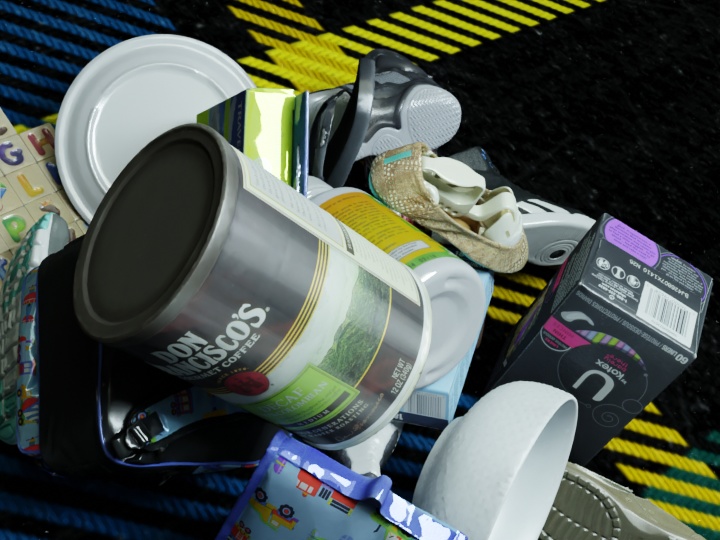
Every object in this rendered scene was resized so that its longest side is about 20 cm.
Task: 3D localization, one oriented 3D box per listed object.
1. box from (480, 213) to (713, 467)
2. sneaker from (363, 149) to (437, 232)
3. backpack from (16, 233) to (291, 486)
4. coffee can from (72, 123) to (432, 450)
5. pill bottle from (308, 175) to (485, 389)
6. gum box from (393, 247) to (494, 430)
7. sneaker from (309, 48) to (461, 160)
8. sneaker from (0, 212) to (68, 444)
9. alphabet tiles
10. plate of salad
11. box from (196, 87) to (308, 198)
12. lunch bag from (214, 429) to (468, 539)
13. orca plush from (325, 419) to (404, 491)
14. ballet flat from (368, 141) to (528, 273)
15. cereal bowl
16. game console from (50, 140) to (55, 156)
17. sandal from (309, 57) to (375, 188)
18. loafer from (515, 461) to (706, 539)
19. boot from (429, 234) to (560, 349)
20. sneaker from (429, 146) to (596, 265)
[{"bbox_3d":[0.212,0.069,1.025,0.121,0.201,0.107,31,46,1],"label":"box"},{"bbox_3d":[0.035,-0.090,1.162,0.073,0.081,0.202,2,46,11],"label":"sneaker"},{"bbox_3d":[-0.145,0.070,0.851,0.198,0.133,0.186,11,67,-47],"label":"backpack"},{"bbox_3d":[-0.067,0.016,0.741,0.199,0.145,0.148,32,38,-39],"label":"coffee can"},{"bbox_3d":[0.000,0.000,0.916,0.110,0.113,0.199,-15,36,-34],"label":"pill bottle"},{"bbox_3d":[0.019,0.045,0.988,0.167,0.045,0.201,9,36,14],"label":"gum box"},{"bbox_3d":[-0.004,-0.168,1.133,0.196,0.076,0.114,-5,37,-14],"label":"sneaker"},{"bbox_3d":[-0.245,0.050,0.909,0.090,0.077,0.203,17,57,-34],"label":"sneaker"},{"bbox_3d":[-0.309,-0.050,0.974,0.165,0.006,0.201,-28,77,-35],"label":"alphabet tiles"},{"bbox_3d":[-0.178,-0.114,1.021,0.196,0.048,0.204,1,87,-10],"label":"plate of salad"},{"bbox_3d":[-0.093,-0.076,0.908,0.047,0.200,0.124,1,90,-20],"label":"box"},{"bbox_3d":[-0.025,0.202,0.798,0.149,0.201,0.095,31,46,0],"label":"lunch bag"},{"bbox_3d":[0.012,0.149,0.944,0.103,0.072,0.201,-4,28,-9],"label":"orca plush"},{"bbox_3d":[0.096,-0.054,0.974,0.198,0.065,0.072,23,54,-36],"label":"ballet flat"},{"bbox_3d":[0.098,0.178,0.896,0.082,0.202,0.200,22,42,22],"label":"cereal bowl"},{"bbox_3d":[-0.185,-0.113,1.101,0.198,0.120,0.173,27,15,-4],"label":"game console"},{"bbox_3d":[-0.033,-0.104,1.046,0.042,0.202,0.076,18,23,-12],"label":"sandal"},{"bbox_3d":[0.224,0.230,0.994,0.198,0.077,0.067,30,8,10],"label":"loafer"},{"bbox_3d":[0.135,0.015,1.131,0.184,0.065,0.202,26,49,-5],"label":"boot"},{"bbox_3d":[0.151,-0.072,1.112,0.197,0.073,0.113,3,55,-27],"label":"sneaker"}]
